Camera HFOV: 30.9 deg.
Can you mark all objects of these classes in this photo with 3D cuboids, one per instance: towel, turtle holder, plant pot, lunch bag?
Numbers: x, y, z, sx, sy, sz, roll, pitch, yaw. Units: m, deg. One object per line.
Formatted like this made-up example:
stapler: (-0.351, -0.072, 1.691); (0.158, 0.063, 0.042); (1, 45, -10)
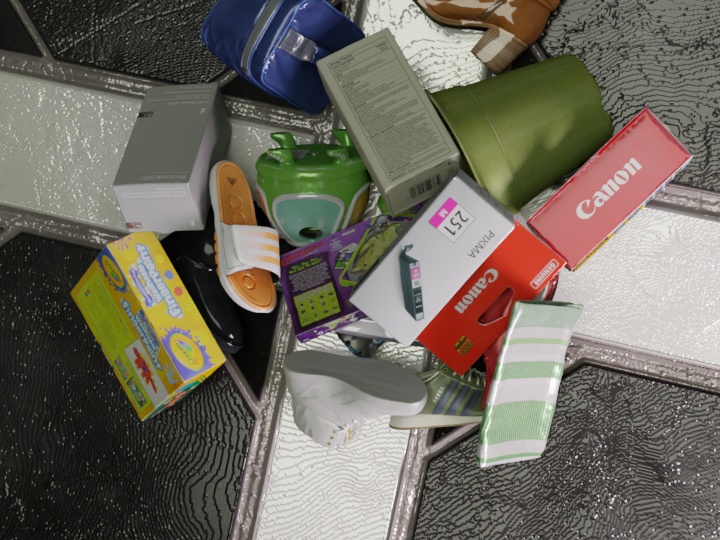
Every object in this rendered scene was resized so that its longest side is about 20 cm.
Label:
towel: (0.201, 0.134, 1.552); (0.023, 0.152, 0.202); (22, 102, 36)
turtle holder: (-0.041, -0.105, 1.666); (0.184, 0.141, 0.133); (-8, 109, -19)
plant pot: (0.200, -0.170, 1.595); (0.189, 0.200, 0.202); (-26, 84, -3)
lunch bag: (-0.085, -0.284, 1.638); (0.132, 0.200, 0.137); (38, 99, 28)

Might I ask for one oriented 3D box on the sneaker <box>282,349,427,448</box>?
sneaker: (-0.002, 0.175, 1.659); (0.198, 0.074, 0.117); (12, 124, 27)

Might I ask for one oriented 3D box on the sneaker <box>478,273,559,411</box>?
sneaker: (0.162, 0.072, 1.602); (0.115, 0.078, 0.202); (21, 85, 17)

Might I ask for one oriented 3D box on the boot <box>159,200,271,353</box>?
boot: (-0.181, -0.014, 1.710); (0.163, 0.073, 0.198); (-46, 74, 13)

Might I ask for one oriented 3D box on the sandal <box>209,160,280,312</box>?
sandal: (-0.140, -0.051, 1.606); (0.059, 0.079, 0.209); (-32, 65, 42)

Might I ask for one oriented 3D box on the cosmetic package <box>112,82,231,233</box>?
cosmetic package: (-0.238, -0.145, 1.666); (0.106, 0.201, 0.091); (-3, 132, 10)

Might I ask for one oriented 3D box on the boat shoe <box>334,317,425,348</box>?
boat shoe: (0.060, 0.059, 1.634); (0.198, 0.072, 0.067); (9, 81, -1)

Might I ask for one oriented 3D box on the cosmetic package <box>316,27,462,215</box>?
cosmetic package: (0.035, -0.181, 1.571); (0.103, 0.073, 0.201); (-25, 65, -2)

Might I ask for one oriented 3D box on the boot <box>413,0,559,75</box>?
boot: (0.154, -0.365, 1.643); (0.200, 0.077, 0.156); (41, 99, 6)

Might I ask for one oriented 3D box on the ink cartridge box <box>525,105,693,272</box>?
ink cartridge box: (0.298, -0.094, 1.564); (0.200, 0.175, 0.084); (-45, 82, 8)

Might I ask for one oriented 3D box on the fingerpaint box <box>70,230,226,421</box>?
fingerpaint box: (-0.277, 0.071, 1.688); (0.201, 0.073, 0.167); (59, 144, 7)

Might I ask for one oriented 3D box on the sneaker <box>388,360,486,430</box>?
sneaker: (0.126, 0.147, 1.651); (0.198, 0.067, 0.091); (-7, 93, 15)

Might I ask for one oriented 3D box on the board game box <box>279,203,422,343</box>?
board game box: (0.000, 0.000, 1.603); (0.198, 0.032, 0.121); (-22, 62, 7)

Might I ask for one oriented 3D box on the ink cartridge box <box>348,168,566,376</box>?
ink cartridge box: (0.113, 0.012, 1.517); (0.173, 0.044, 0.200); (39, 109, -7)

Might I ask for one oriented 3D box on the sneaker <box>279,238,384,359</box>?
sneaker: (-0.038, 0.023, 1.693); (0.200, 0.073, 0.082); (44, 85, 1)
